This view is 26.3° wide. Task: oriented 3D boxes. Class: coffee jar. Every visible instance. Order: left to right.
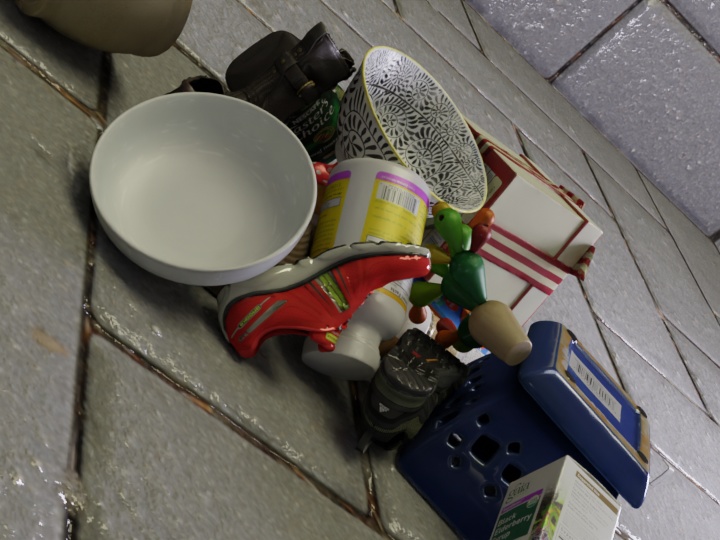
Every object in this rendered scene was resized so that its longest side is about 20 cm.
[{"bbox_3d":[-0.074,-0.193,1.765,0.085,0.104,0.200,59,8,25],"label":"coffee jar"}]

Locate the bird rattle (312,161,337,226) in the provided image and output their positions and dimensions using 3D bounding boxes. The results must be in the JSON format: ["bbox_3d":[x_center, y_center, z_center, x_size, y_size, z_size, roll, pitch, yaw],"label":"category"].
[{"bbox_3d":[-0.033,-0.070,1.692,0.163,0.113,0.200,13,33,-34],"label":"bird rattle"}]

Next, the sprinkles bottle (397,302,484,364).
[{"bbox_3d":[0.101,0.106,1.679,0.200,0.068,0.068,39,20,-26],"label":"sprinkles bottle"}]

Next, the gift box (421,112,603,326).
[{"bbox_3d":[0.151,-0.038,1.768,0.187,0.185,0.200,29,21,-40],"label":"gift box"}]

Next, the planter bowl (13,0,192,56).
[{"bbox_3d":[-0.269,-0.311,1.522,0.134,0.200,0.201,-6,52,-35],"label":"planter bowl"}]

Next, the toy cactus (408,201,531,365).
[{"bbox_3d":[0.115,0.029,1.508,0.102,0.200,0.165,-20,47,-23],"label":"toy cactus"}]

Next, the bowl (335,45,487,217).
[{"bbox_3d":[0.036,-0.126,1.624,0.201,0.094,0.201,38,34,-31],"label":"bowl"}]

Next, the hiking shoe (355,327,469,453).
[{"bbox_3d":[0.040,0.117,1.474,0.076,0.101,0.200,38,14,13],"label":"hiking shoe"}]

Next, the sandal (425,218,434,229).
[{"bbox_3d":[0.048,-0.125,1.732,0.057,0.080,0.201,39,11,-42],"label":"sandal"}]

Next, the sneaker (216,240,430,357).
[{"bbox_3d":[-0.028,0.029,1.385,0.077,0.199,0.085,103,-30,-79],"label":"sneaker"}]

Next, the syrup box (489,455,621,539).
[{"bbox_3d":[0.157,0.266,1.352,0.081,0.079,0.200,43,43,-15],"label":"syrup box"}]

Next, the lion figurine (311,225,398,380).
[{"bbox_3d":[0.001,0.044,1.564,0.122,0.072,0.200,29,28,-49],"label":"lion figurine"}]

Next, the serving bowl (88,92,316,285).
[{"bbox_3d":[-0.141,-0.062,1.364,0.199,0.066,0.201,6,52,-8],"label":"serving bowl"}]

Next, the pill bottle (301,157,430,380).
[{"bbox_3d":[0.000,0.000,1.487,0.104,0.104,0.201,33,61,-39],"label":"pill bottle"}]

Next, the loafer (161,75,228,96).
[{"bbox_3d":[-0.165,-0.176,1.644,0.072,0.063,0.200,49,18,2],"label":"loafer"}]

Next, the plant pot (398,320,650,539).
[{"bbox_3d":[0.176,0.174,1.536,0.200,0.180,0.200,47,19,-5],"label":"plant pot"}]

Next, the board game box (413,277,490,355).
[{"bbox_3d":[0.088,0.037,1.827,0.200,0.045,0.152,50,18,2],"label":"board game box"}]

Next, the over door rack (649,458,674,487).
[{"bbox_3d":[0.255,0.188,1.842,0.148,0.067,0.200,32,4,-42],"label":"over door rack"}]

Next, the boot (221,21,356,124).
[{"bbox_3d":[-0.077,-0.167,1.604,0.069,0.174,0.200,54,-3,16],"label":"boot"}]

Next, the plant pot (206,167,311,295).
[{"bbox_3d":[-0.111,-0.057,1.485,0.201,0.093,0.201,42,20,-19],"label":"plant pot"}]
